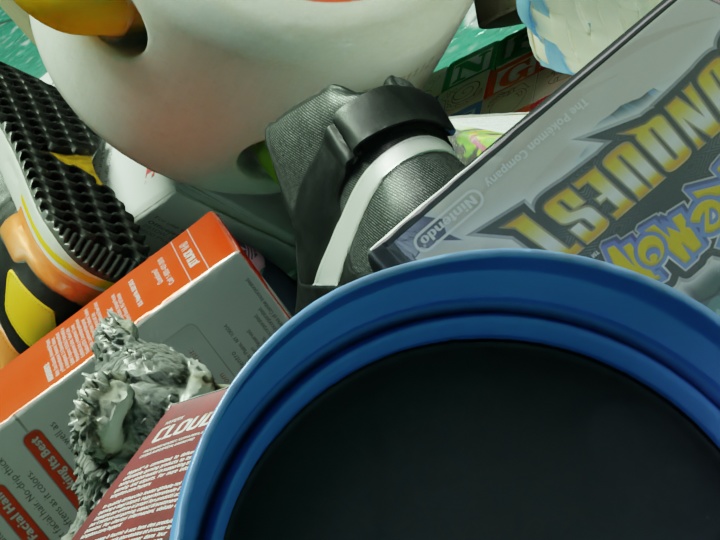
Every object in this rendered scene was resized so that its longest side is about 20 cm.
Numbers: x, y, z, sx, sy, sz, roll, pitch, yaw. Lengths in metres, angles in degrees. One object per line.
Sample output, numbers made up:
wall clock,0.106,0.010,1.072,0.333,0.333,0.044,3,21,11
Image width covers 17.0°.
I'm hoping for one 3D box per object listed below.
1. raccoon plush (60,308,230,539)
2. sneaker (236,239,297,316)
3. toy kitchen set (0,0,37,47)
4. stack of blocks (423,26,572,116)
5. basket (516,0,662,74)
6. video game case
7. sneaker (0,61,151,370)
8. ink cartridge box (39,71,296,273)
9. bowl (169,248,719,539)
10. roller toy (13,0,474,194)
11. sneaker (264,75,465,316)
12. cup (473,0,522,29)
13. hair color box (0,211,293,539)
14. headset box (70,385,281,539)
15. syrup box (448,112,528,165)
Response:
raccoon plush,-0.110,0.114,0.900,0.200,0.134,0.097,-38,23,-5
sneaker,-0.112,0.061,1.077,0.200,0.082,0.070,-38,23,-1
toy kitchen set,-0.104,-0.158,1.363,0.200,0.181,0.163,-29,24,28
stack of blocks,0.081,-0.060,1.063,0.200,0.059,0.115,-26,24,25
basket,0.150,-0.129,0.865,0.199,0.176,0.139,18,65,26
video game case,0.135,-0.001,0.735,0.200,0.181,0.026,-40,-12,-7
sneaker,-0.158,-0.023,1.085,0.090,0.070,0.200,-55,33,16
ink cartridge box,-0.100,-0.047,1.167,0.200,0.084,0.145,-30,44,47
bowl,0.044,0.093,0.662,0.201,0.200,0.039,-47,-7,-24
roller toy,-0.045,-0.140,1.025,0.140,0.199,0.183,123,168,-56
sneaker,0.000,0.000,0.903,0.073,0.112,0.200,-14,-25,-26
cup,0.127,-0.203,1.062,0.200,0.144,0.200,-17,1,0
hair color box,-0.104,0.083,0.986,0.200,0.111,0.064,-36,21,-1
headset box,-0.030,0.138,0.717,0.075,0.149,0.200,-19,29,47
syrup box,0.087,-0.011,0.895,0.081,0.079,0.200,-5,10,-26
